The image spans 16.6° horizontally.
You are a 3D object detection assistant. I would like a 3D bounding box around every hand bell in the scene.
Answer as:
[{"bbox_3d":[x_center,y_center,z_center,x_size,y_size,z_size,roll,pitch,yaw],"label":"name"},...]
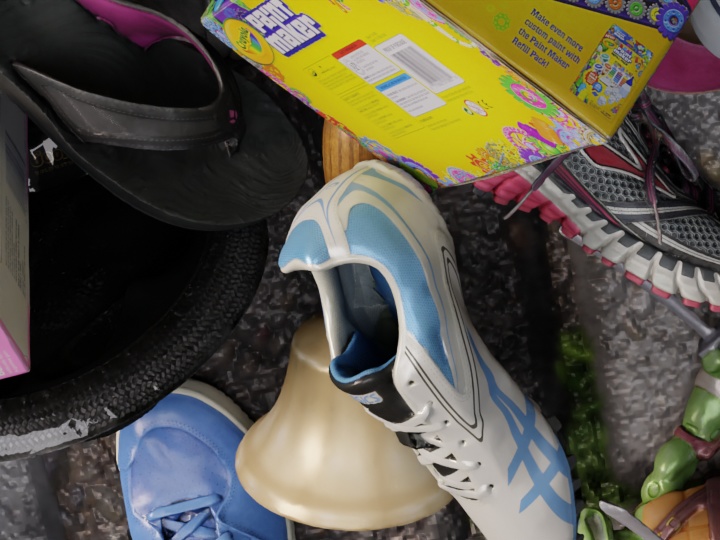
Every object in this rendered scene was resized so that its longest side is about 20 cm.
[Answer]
[{"bbox_3d":[0.000,0.000,1.060,0.104,0.104,0.201,4,118,1],"label":"hand bell"}]

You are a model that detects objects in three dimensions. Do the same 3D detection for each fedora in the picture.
[{"bbox_3d":[-0.133,0.020,1.071,0.200,0.201,0.092,-5,143,5],"label":"fedora"}]

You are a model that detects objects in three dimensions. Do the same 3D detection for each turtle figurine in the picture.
[{"bbox_3d":[0.183,0.096,1.080,0.193,0.144,0.201,-2,117,-2],"label":"turtle figurine"}]

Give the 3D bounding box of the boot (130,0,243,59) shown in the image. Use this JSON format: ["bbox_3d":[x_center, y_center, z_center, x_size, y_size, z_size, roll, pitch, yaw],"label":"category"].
[{"bbox_3d":[-0.091,-0.172,1.031,0.131,0.070,0.200,-11,122,5],"label":"boot"}]

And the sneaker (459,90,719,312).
[{"bbox_3d":[0.110,-0.047,1.058,0.200,0.081,0.075,28,109,-8],"label":"sneaker"}]

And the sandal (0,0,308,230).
[{"bbox_3d":[-0.102,-0.082,0.996,0.200,0.075,0.048,33,155,-19],"label":"sandal"}]

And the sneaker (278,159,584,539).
[{"bbox_3d":[0.028,0.050,1.011,0.072,0.072,0.200,-41,115,-26],"label":"sneaker"}]

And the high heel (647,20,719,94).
[{"bbox_3d":[0.164,-0.109,0.993,0.200,0.067,0.096,31,148,27],"label":"high heel"}]

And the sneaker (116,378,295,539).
[{"bbox_3d":[-0.066,0.154,1.134,0.077,0.111,0.200,-11,111,8],"label":"sneaker"}]

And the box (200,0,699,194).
[{"bbox_3d":[0.060,-0.147,0.917,0.122,0.200,0.193,36,77,-11],"label":"box"}]

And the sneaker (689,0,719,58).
[{"bbox_3d":[0.177,-0.167,0.935,0.073,0.200,0.071,23,154,2],"label":"sneaker"}]

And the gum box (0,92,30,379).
[{"bbox_3d":[-0.200,-0.032,1.013,0.113,0.200,0.066,-14,139,8],"label":"gum box"}]
